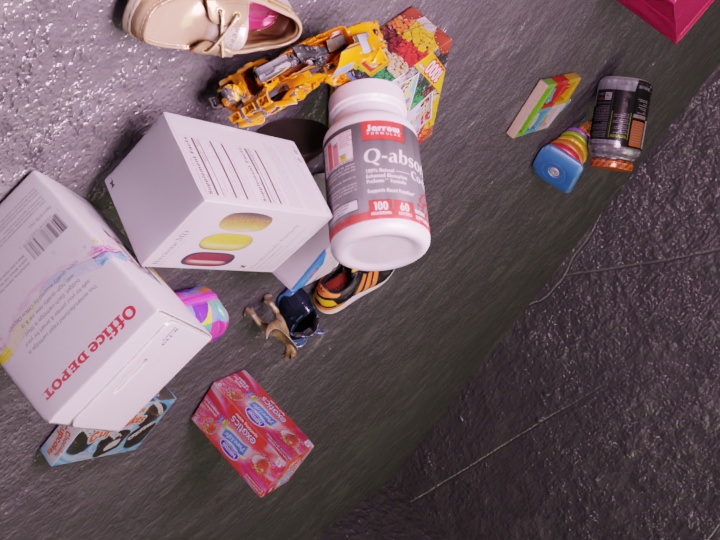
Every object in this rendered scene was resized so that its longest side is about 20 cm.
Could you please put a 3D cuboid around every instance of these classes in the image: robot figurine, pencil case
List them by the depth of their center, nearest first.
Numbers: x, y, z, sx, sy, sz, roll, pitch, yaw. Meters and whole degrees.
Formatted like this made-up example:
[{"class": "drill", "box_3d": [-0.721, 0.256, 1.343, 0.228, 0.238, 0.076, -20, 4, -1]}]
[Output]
[{"class": "robot figurine", "box_3d": [-0.067, -0.210, 0.945, 0.199, 0.059, 0.144, -34, -168, -39]}, {"class": "pencil case", "box_3d": [-0.262, 0.072, 1.163, 0.089, 0.088, 0.199, -54, 162, 24]}]

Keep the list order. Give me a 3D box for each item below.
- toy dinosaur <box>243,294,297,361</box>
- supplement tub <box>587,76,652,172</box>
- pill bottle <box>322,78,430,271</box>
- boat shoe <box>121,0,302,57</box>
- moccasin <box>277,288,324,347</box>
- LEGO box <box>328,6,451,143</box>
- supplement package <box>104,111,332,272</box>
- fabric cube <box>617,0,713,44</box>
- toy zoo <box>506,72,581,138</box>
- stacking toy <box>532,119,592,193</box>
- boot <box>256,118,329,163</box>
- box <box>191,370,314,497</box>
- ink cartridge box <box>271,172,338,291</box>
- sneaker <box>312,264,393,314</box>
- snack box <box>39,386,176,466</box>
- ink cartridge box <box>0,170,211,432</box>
[{"class": "toy dinosaur", "box_3d": [-0.138, 0.090, 1.438, 0.058, 0.101, 0.200, -42, 162, -8]}, {"class": "supplement tub", "box_3d": [0.586, -0.330, 1.998, 0.122, 0.121, 0.203, 0, 100, -65]}, {"class": "pill bottle", "box_3d": [0.015, -0.112, 1.020, 0.114, 0.202, 0.116, -5, 157, -2]}, {"class": "boat shoe", "box_3d": [-0.128, -0.236, 0.823, 0.199, 0.069, 0.074, -26, 153, -48]}, {"class": "moccasin", "box_3d": [-0.110, 0.096, 1.568, 0.080, 0.068, 0.200, -42, 162, -12]}, {"class": "LEGO box", "box_3d": [0.034, -0.229, 1.185, 0.149, 0.077, 0.201, -39, 161, -21]}, {"class": "supplement package", "box_3d": [-0.146, -0.075, 0.931, 0.114, 0.110, 0.199, -40, 157, 28]}, {"class": "fabric cube", "box_3d": [0.480, -0.515, 1.371, 0.197, 0.199, 0.200, -50, 161, 9]}, {"class": "toy zoo", "box_3d": [0.385, -0.342, 1.811, 0.199, 0.020, 0.132, -24, 152, -50]}, {"class": "stacking toy", "box_3d": [0.503, -0.294, 2.075, 0.200, 0.109, 0.116, -50, 167, -27]}, {"class": "boot", "box_3d": [-0.126, -0.092, 1.139, 0.185, 0.064, 0.201, -22, 150, -24]}, {"class": "box", "box_3d": [-0.194, 0.290, 1.580, 0.100, 0.200, 0.095, -54, 161, 27]}, {"class": "ink cartridge box", "box_3d": [-0.054, -0.062, 1.267, 0.146, 0.084, 0.200, -50, 176, 13]}, {"class": "sneaker", "box_3d": [0.000, 0.000, 1.603, 0.199, 0.070, 0.090, -37, 163, -21]}, {"class": "snack box", "box_3d": [-0.372, 0.227, 1.316, 0.116, 0.037, 0.200, -50, 161, 11]}, {"class": "ink cartridge box", "box_3d": [-0.276, 0.037, 0.863, 0.145, 0.200, 0.145, -44, 162, -2]}]
